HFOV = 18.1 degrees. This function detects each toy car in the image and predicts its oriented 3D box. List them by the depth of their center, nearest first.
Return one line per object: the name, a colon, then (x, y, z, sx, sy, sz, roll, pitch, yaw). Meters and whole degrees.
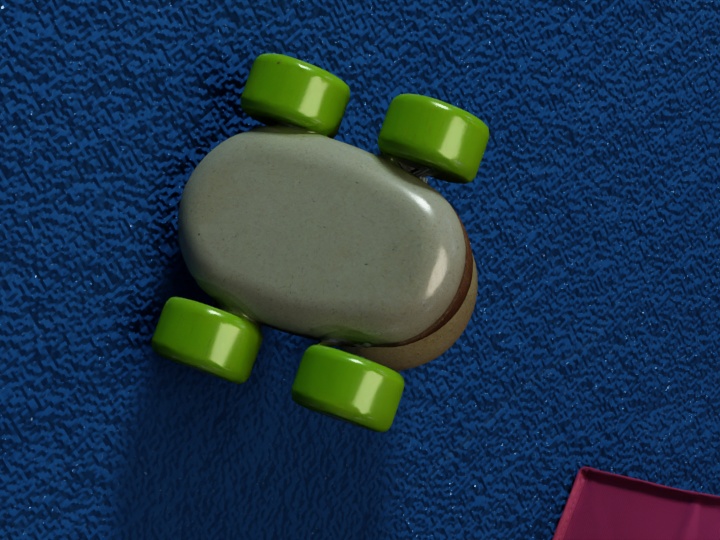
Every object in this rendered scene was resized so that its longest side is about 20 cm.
toy car: (0.000, 0.000, 1.218, 0.166, 0.157, 0.200, -70, 161, -6)

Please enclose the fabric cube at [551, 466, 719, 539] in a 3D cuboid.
fabric cube: (0.230, 0.259, 1.391, 0.199, 0.199, 0.197, 34, 74, -39)
